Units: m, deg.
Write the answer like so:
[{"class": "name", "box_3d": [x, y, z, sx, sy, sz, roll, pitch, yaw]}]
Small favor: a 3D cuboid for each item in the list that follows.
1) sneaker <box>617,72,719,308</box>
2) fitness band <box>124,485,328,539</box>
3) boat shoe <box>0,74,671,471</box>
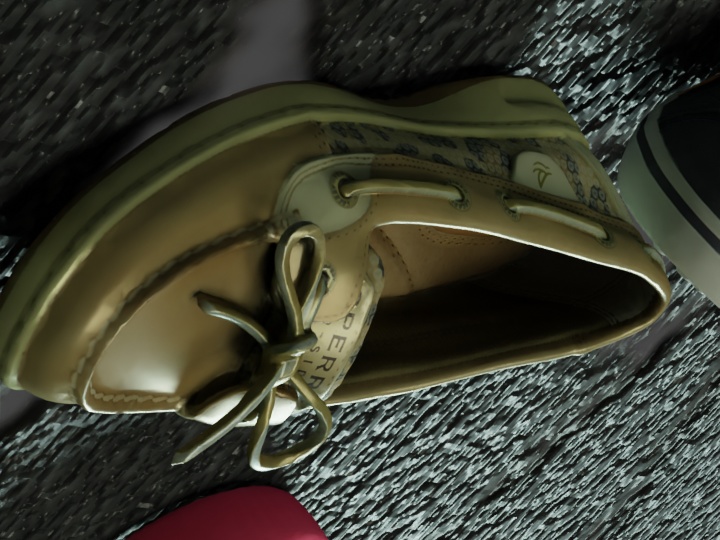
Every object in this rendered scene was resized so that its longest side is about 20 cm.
[{"class": "sneaker", "box_3d": [0.136, -0.039, 0.833, 0.079, 0.078, 0.200, -48, 169, 23]}, {"class": "fitness band", "box_3d": [-0.072, 0.140, 0.858, 0.143, 0.037, 0.201, -18, 146, -42]}, {"class": "boat shoe", "box_3d": [0.000, 0.000, 0.686, 0.199, 0.063, 0.073, -17, 147, -47]}]
